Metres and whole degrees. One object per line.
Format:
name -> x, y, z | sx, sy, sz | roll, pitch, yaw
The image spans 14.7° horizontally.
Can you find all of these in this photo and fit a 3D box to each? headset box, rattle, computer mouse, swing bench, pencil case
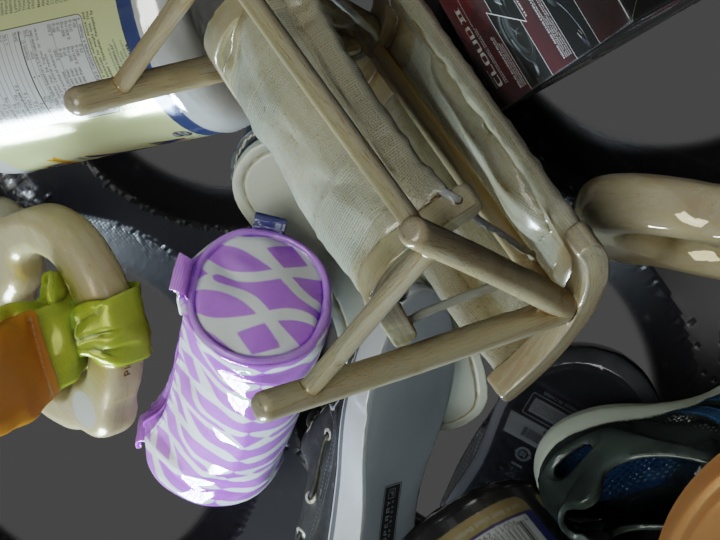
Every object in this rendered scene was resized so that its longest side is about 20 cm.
headset box -> 0.131, -0.155, 1.307 | 0.149, 0.200, 0.077 | -30, 91, -18
rattle -> -0.216, 0.022, 1.509 | 0.200, 0.143, 0.130 | 39, 151, 32
rattle -> 0.150, -0.062, 1.401 | 0.200, 0.130, 0.144 | 8, 97, 48
computer mouse -> 0.092, 0.106, 1.488 | 0.138, 0.053, 0.200 | 33, 123, -1
swing bench -> 0.003, -0.049, 1.315 | 0.130, 0.200, 0.199 | -49, 63, 30
pencil case -> -0.069, 0.055, 1.473 | 0.085, 0.084, 0.200 | 7, 149, -6

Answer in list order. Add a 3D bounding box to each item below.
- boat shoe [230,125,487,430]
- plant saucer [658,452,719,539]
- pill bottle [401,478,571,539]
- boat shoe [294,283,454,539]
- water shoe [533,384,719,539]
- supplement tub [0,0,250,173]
boat shoe -> 0.000, 0.000, 1.487 | 0.075, 0.062, 0.200 | -37, 110, 16
plant saucer -> 0.244, 0.155, 1.358 | 0.199, 0.038, 0.201 | 0, 122, 0
pill bottle -> 0.101, 0.210, 1.390 | 0.200, 0.112, 0.112 | 51, 119, 27
boat shoe -> -0.002, 0.099, 1.468 | 0.066, 0.070, 0.201 | 19, 110, 38
water shoe -> 0.189, 0.098, 1.395 | 0.199, 0.079, 0.072 | -15, 121, -1
supplement tub -> -0.151, -0.130, 1.470 | 0.199, 0.145, 0.146 | -10, 101, 27
